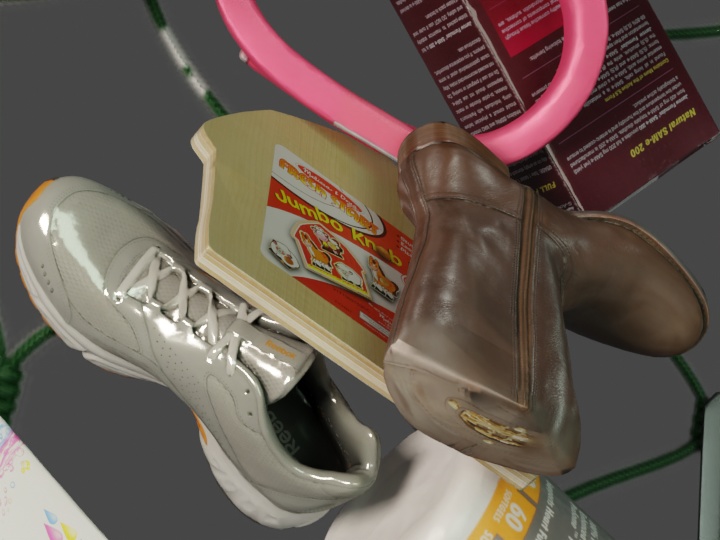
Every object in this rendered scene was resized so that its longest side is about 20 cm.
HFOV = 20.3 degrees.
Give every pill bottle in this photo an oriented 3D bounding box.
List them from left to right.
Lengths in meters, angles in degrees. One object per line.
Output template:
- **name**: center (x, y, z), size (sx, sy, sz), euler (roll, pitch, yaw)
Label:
- **pill bottle**: center (0.083, 0.169, 0.923), size (0.200, 0.116, 0.117), euler (42, 61, -16)

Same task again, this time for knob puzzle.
- **knob puzzle**: center (0.000, 0.000, 0.909), size (0.219, 0.030, 0.220), euler (34, 25, -18)

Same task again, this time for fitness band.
- **fitness band**: center (0.023, -0.132, 0.956), size (0.199, 0.037, 0.144), euler (33, 90, -5)

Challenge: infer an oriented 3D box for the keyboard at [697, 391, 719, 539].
- **keyboard**: center (0.231, 0.172, 1.068), size (0.126, 0.021, 0.202), euler (12, 74, -28)

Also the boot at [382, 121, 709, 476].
- **boot**: center (0.087, 0.035, 0.874), size (0.185, 0.064, 0.201), euler (29, 26, -16)

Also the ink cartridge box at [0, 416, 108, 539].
- **ink cartridge box**: center (-0.191, 0.102, 0.802), size (0.200, 0.067, 0.117), euler (50, 60, -12)

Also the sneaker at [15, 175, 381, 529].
- **sneaker**: center (-0.063, 0.028, 0.882), size (0.200, 0.092, 0.076), euler (45, 61, -14)

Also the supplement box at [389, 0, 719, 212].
- **supplement box**: center (0.088, -0.126, 1.026), size (0.108, 0.061, 0.201), euler (-32, 95, -31)
